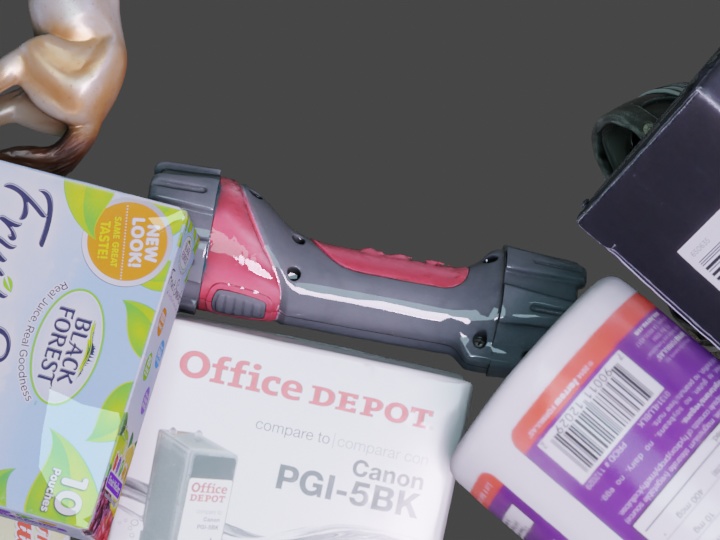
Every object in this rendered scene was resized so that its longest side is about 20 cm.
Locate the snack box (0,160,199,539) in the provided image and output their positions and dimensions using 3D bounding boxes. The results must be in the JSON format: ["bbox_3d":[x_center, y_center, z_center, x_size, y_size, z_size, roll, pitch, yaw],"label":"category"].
[{"bbox_3d":[-0.184,0.020,1.110,0.199,0.053,0.143,15,79,7],"label":"snack box"}]

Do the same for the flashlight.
[{"bbox_3d":[0.000,0.000,1.182,0.199,0.068,0.068,9,103,-4],"label":"flashlight"}]

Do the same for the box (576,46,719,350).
[{"bbox_3d":[0.212,-0.052,1.117,0.148,0.104,0.200,42,49,2],"label":"box"}]

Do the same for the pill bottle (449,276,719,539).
[{"bbox_3d":[0.145,0.105,1.092,0.200,0.111,0.111,41,87,9],"label":"pill bottle"}]

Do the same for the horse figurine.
[{"bbox_3d":[-0.149,-0.119,1.188,0.132,0.050,0.201,4,83,-6],"label":"horse figurine"}]

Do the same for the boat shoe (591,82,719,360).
[{"bbox_3d":[0.166,0.012,1.169,0.064,0.071,0.200,-23,78,-46],"label":"boat shoe"}]

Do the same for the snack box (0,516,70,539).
[{"bbox_3d":[-0.185,0.092,1.156,0.116,0.037,0.201,6,76,-15],"label":"snack box"}]

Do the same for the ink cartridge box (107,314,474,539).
[{"bbox_3d":[-0.040,0.129,1.162,0.146,0.083,0.201,11,88,1],"label":"ink cartridge box"}]
